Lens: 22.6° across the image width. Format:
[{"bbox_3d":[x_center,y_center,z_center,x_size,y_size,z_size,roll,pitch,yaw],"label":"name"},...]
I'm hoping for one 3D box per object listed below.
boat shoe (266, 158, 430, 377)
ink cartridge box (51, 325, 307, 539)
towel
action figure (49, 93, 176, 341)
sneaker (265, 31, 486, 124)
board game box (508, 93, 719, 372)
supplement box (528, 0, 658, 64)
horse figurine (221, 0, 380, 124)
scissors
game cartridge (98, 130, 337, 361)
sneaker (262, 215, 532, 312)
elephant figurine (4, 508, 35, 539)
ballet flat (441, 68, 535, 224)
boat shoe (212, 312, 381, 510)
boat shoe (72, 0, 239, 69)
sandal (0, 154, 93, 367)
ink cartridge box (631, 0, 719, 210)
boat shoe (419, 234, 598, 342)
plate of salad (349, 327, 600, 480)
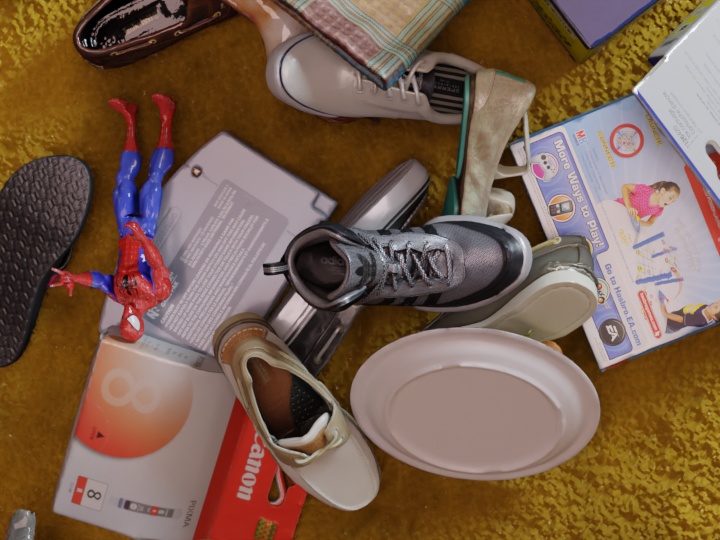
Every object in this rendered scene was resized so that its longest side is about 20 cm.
[{"bbox_3d":[0.000,0.000,1.483,0.071,0.072,0.200,38,100,-9],"label":"boat shoe"},{"bbox_3d":[-0.138,0.152,1.484,0.199,0.050,0.163,19,106,2],"label":"ink cartridge box"},{"bbox_3d":[0.014,-0.240,1.420,0.147,0.200,0.022,38,139,1],"label":"towel"},{"bbox_3d":[-0.192,-0.045,1.445,0.065,0.099,0.201,-5,80,25],"label":"action figure"},{"bbox_3d":[0.025,-0.154,1.420,0.199,0.071,0.073,0,96,-29],"label":"sneaker"},{"bbox_3d":[0.246,-0.048,1.463,0.195,0.056,0.200,-22,91,5],"label":"board game box"},{"bbox_3d":[0.181,-0.237,1.384,0.109,0.200,0.110,-37,90,5],"label":"supplement box"},{"bbox_3d":[-0.044,-0.198,1.452,0.132,0.050,0.200,-29,101,-23],"label":"horse figurine"},{"bbox_3d":[-0.068,0.100,1.515,0.073,0.014,0.201,-7,94,6],"label":"scissors"},{"bbox_3d":[-0.126,-0.008,1.504,0.133,0.040,0.200,33,95,-2],"label":"game cartridge"},{"bbox_3d":[0.026,-0.001,1.372,0.199,0.114,0.076,-2,93,16],"label":"sneaker"},{"bbox_3d":[-0.217,0.316,1.497,0.199,0.155,0.142,16,51,-7],"label":"elephant figurine"},{"bbox_3d":[0.100,-0.068,1.431,0.062,0.068,0.200,7,130,-2],"label":"ballet flat"},{"bbox_3d":[-0.048,0.125,1.443,0.075,0.068,0.200,-39,114,1],"label":"boat shoe"},{"bbox_3d":[-0.144,-0.226,1.476,0.200,0.070,0.070,-33,87,4],"label":"boat shoe"},{"bbox_3d":[-0.279,-0.013,1.516,0.075,0.045,0.200,29,109,8],"label":"sandal"},{"bbox_3d":[0.315,-0.118,1.402,0.200,0.047,0.198,-43,102,-23],"label":"ink cartridge box"},{"bbox_3d":[0.110,0.037,1.451,0.072,0.060,0.202,33,134,-29],"label":"boat shoe"},{"bbox_3d":[0.092,0.102,1.445,0.199,0.200,0.048,4,50,4],"label":"plate of salad"}]
